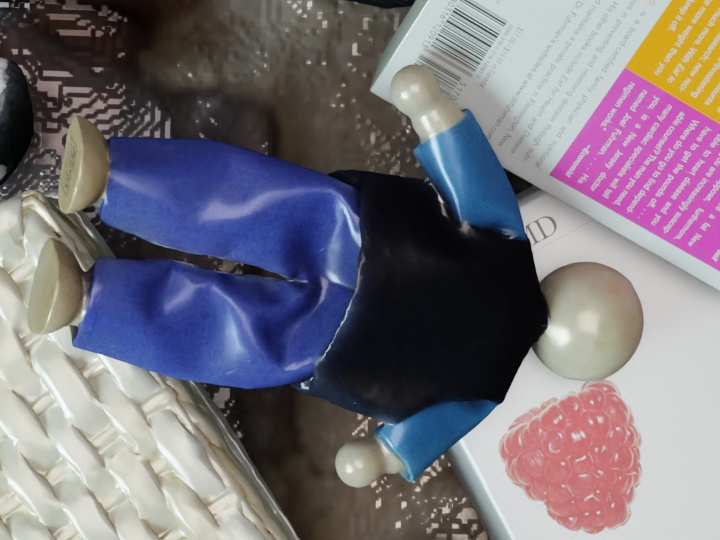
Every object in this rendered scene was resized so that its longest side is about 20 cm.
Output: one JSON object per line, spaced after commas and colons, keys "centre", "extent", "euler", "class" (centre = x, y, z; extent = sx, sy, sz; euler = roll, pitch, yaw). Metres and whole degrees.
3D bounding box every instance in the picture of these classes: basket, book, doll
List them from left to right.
{"centre": [-0.133, 0.101, 0.993], "extent": [0.198, 0.161, 0.200], "euler": [-34, 92, -4], "class": "basket"}
{"centre": [0.000, 0.000, 0.917], "extent": [0.199, 0.048, 0.137], "euler": [12, 94, -16], "class": "doll"}
{"centre": [0.121, -0.062, 0.917], "extent": [0.199, 0.048, 0.134], "euler": [30, 120, -8], "class": "book"}

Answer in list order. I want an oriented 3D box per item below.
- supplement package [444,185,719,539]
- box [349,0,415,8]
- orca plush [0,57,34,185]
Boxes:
{"centre": [0.098, 0.064, 1.023], "extent": [0.121, 0.120, 0.201], "euler": [-29, 90, -2], "class": "supplement package"}
{"centre": [-0.026, -0.146, 0.972], "extent": [0.199, 0.141, 0.079], "euler": [9, 89, -34], "class": "box"}
{"centre": [-0.202, -0.007, 1.038], "extent": [0.200, 0.105, 0.071], "euler": [-31, 121, -6], "class": "orca plush"}
